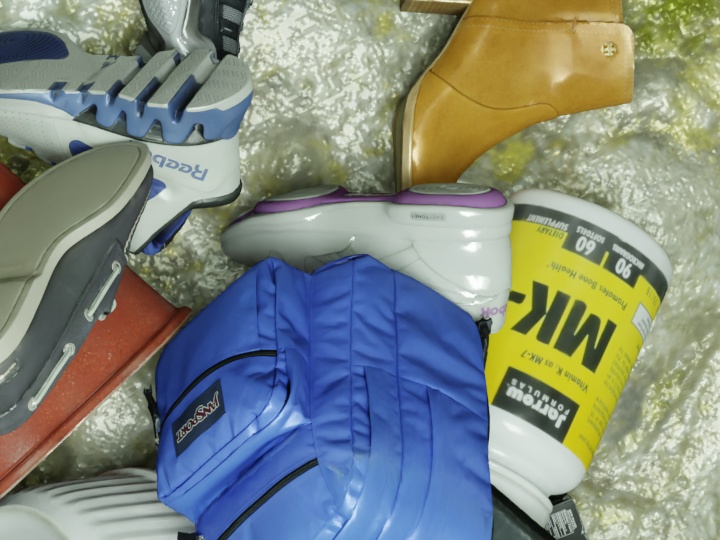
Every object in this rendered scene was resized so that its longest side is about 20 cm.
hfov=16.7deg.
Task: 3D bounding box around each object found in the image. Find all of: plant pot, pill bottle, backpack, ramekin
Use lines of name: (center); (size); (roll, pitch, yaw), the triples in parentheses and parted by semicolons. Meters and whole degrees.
plant pot: (-0.233, 0.021, 1.383); (0.201, 0.201, 0.195); (-43, 94, -4)
pill bottle: (0.099, 0.063, 1.459); (0.114, 0.114, 0.200); (29, 74, -12)
backpack: (-0.026, 0.110, 1.314); (0.168, 0.200, 0.163); (23, 128, -27)
ramekin: (-0.157, 0.212, 1.389); (0.105, 0.200, 0.201); (5, 96, -45)

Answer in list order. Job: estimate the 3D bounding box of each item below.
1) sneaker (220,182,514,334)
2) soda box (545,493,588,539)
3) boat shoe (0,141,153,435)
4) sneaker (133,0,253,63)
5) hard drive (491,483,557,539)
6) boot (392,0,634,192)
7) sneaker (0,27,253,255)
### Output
sneaker: (0.000, 0.000, 1.431); (0.075, 0.200, 0.100); (-20, 107, -52)
soda box: (0.130, 0.237, 1.527); (0.063, 0.071, 0.200); (-20, 98, -4)
boat shoe: (-0.162, 0.007, 1.295); (0.073, 0.200, 0.063); (-1, 128, 29)
sneaker: (-0.077, -0.158, 1.445); (0.114, 0.075, 0.200); (-25, 118, -26)
hard drive: (0.049, 0.229, 1.372); (0.140, 0.033, 0.200); (40, 100, 11)
boot: (0.094, -0.101, 1.483); (0.144, 0.071, 0.202); (3, 89, -5)
sneaker: (-0.150, -0.067, 1.407); (0.199, 0.081, 0.115); (10, 124, 24)
